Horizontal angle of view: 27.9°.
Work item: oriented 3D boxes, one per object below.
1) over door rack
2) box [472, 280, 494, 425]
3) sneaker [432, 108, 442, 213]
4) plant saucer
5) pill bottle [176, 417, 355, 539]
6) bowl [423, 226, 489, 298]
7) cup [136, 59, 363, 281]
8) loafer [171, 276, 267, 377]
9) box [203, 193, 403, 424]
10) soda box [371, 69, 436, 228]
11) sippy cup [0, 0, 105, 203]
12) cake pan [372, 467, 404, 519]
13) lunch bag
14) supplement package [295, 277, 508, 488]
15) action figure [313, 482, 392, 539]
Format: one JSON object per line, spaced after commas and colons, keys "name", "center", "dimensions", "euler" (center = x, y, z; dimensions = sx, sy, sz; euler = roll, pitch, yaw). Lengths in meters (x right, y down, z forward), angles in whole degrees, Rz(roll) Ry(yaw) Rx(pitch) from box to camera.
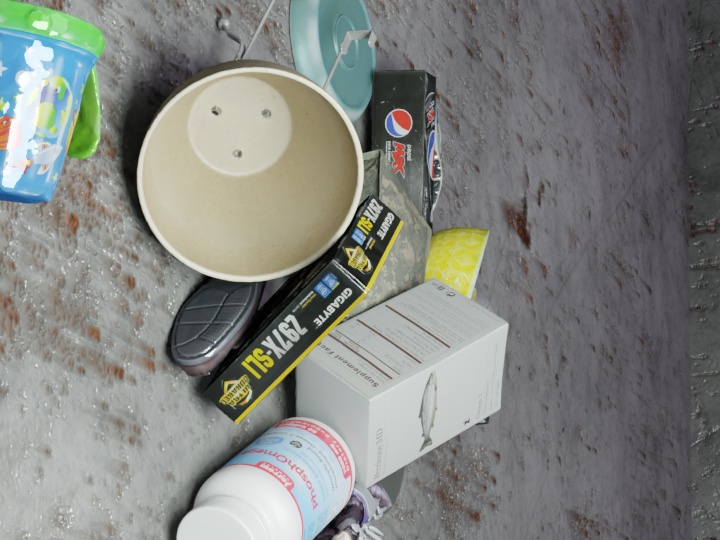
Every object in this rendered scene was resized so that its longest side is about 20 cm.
{"name": "over door rack", "center": [-0.078, -0.224, 1.501], "dimensions": [0.200, 0.066, 0.148], "euler": [-58, 141, -22]}
{"name": "box", "center": [0.131, 0.089, 1.941], "dimensions": [0.200, 0.048, 0.159], "euler": [59, 36, -44]}
{"name": "sneaker", "center": [0.078, -0.142, 1.840], "dimensions": [0.086, 0.077, 0.201], "euler": [33, 56, -64]}
{"name": "plant saucer", "center": [-0.026, -0.265, 1.694], "dimensions": [0.200, 0.027, 0.201], "euler": [-5, 90, -66]}
{"name": "pill bottle", "center": [-0.089, 0.220, 1.363], "dimensions": [0.200, 0.108, 0.109], "euler": [-34, 116, -63]}
{"name": "bowl", "center": [0.076, 0.033, 1.733], "dimensions": [0.200, 0.107, 0.201], "euler": [17, 90, -84]}
{"name": "cup", "center": [-0.106, -0.111, 1.329], "dimensions": [0.143, 0.199, 0.201], "euler": [-109, 180, -62]}
{"name": "loafer", "center": [-0.121, 0.034, 1.380], "dimensions": [0.201, 0.071, 0.063], "euler": [-71, 152, -46]}
{"name": "box", "center": [-0.052, 0.035, 1.364], "dimensions": [0.049, 0.200, 0.160], "euler": [42, 26, -6]}
{"name": "soda box", "center": [0.052, -0.139, 1.757], "dimensions": [0.063, 0.070, 0.201], "euler": [-2, 93, -75]}
{"name": "sippy cup", "center": [-0.260, -0.118, 1.043], "dimensions": [0.177, 0.139, 0.131], "euler": [8, 88, -26]}
{"name": "cake pan", "center": [0.002, 0.193, 1.653], "dimensions": [0.200, 0.037, 0.202], "euler": [-6, 90, -65]}
{"name": "lunch bag", "center": [0.000, 0.000, 1.591], "dimensions": [0.164, 0.117, 0.201], "euler": [54, 34, -50]}
{"name": "supplement package", "center": [0.042, 0.112, 1.493], "dimensions": [0.199, 0.117, 0.117], "euler": [-26, 133, -35]}
{"name": "action figure", "center": [-0.029, 0.276, 1.475], "dimensions": [0.070, 0.130, 0.200], "euler": [61, 23, -15]}
